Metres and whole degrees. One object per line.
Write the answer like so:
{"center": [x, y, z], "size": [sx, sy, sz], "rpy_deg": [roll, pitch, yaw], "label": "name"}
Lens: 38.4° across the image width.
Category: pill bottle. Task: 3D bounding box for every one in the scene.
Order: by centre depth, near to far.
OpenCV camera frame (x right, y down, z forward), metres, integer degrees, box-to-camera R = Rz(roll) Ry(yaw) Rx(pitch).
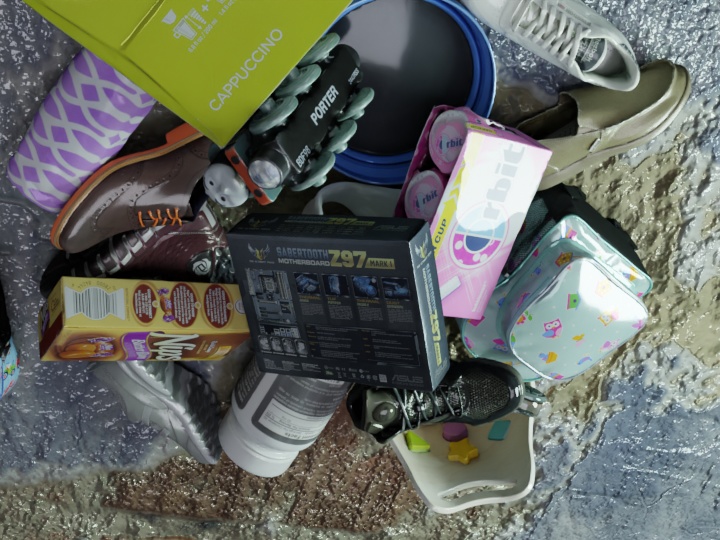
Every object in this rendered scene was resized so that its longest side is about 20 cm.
{"center": [-0.075, 0.127, 1.152], "size": [0.112, 0.114, 0.201], "rpy_deg": [22, 118, -23], "label": "pill bottle"}

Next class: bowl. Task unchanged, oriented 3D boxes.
{"center": [0.033, -0.181, 1.011], "size": [0.198, 0.040, 0.203], "rpy_deg": [-5, 124, -7], "label": "bowl"}

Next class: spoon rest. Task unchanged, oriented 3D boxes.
{"center": [0.023, -0.055, 1.066], "size": [0.198, 0.061, 0.099], "rpy_deg": [4, 149, -38], "label": "spoon rest"}

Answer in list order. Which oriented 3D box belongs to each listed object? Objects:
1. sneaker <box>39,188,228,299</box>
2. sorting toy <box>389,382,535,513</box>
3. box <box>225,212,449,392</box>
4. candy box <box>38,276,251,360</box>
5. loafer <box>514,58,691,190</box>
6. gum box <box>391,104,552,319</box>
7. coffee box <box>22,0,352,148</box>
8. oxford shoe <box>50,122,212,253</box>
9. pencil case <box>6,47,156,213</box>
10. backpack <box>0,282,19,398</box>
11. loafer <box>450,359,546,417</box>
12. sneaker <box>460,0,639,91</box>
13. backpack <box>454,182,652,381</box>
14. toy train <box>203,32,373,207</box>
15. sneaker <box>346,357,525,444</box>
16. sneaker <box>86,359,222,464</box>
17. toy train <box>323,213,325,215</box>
{"center": [-0.222, 0.001, 1.065], "size": [0.198, 0.076, 0.116], "rpy_deg": [-29, 127, 8], "label": "sneaker"}
{"center": [0.118, 0.202, 1.199], "size": [0.197, 0.181, 0.108], "rpy_deg": [-9, 125, -4], "label": "sorting toy"}
{"center": [-0.021, 0.028, 0.986], "size": [0.197, 0.051, 0.160], "rpy_deg": [2, 119, 27], "label": "box"}
{"center": [-0.217, 0.052, 1.053], "size": [0.198, 0.057, 0.117], "rpy_deg": [1, 160, -28], "label": "candy box"}
{"center": [0.240, -0.154, 1.046], "size": [0.199, 0.076, 0.068], "rpy_deg": [-33, 130, 12], "label": "loafer"}
{"center": [0.098, -0.057, 1.020], "size": [0.112, 0.066, 0.202], "rpy_deg": [7, 113, -37], "label": "gum box"}
{"center": [-0.126, -0.262, 0.825], "size": [0.199, 0.199, 0.200], "rpy_deg": [36, 111, -27], "label": "coffee box"}
{"center": [-0.197, -0.069, 0.973], "size": [0.199, 0.073, 0.071], "rpy_deg": [-35, 162, -12], "label": "oxford shoe"}
{"center": [-0.247, -0.146, 0.954], "size": [0.084, 0.086, 0.200], "rpy_deg": [40, 110, -13], "label": "pencil case"}
{"center": [-0.444, 0.093, 1.048], "size": [0.180, 0.135, 0.202], "rpy_deg": [-5, 127, -6], "label": "backpack"}
{"center": [0.110, 0.135, 1.175], "size": [0.198, 0.072, 0.064], "rpy_deg": [19, 94, 18], "label": "loafer"}
{"center": [0.183, -0.234, 0.980], "size": [0.198, 0.081, 0.077], "rpy_deg": [21, 120, -21], "label": "sneaker"}
{"center": [0.198, 0.029, 1.120], "size": [0.175, 0.154, 0.200], "rpy_deg": [32, 121, -33], "label": "backpack"}
{"center": [-0.064, -0.128, 0.895], "size": [0.113, 0.201, 0.086], "rpy_deg": [-19, 120, 36], "label": "toy train"}
{"center": [0.071, 0.141, 1.095], "size": [0.197, 0.114, 0.077], "rpy_deg": [-2, 103, 25], "label": "sneaker"}
{"center": [-0.227, 0.148, 1.175], "size": [0.081, 0.075, 0.201], "rpy_deg": [-22, 120, 23], "label": "sneaker"}
{"center": [0.000, 0.000, 1.124], "size": [0.034, 0.046, 0.200], "rpy_deg": [-42, 123, 2], "label": "toy train"}
